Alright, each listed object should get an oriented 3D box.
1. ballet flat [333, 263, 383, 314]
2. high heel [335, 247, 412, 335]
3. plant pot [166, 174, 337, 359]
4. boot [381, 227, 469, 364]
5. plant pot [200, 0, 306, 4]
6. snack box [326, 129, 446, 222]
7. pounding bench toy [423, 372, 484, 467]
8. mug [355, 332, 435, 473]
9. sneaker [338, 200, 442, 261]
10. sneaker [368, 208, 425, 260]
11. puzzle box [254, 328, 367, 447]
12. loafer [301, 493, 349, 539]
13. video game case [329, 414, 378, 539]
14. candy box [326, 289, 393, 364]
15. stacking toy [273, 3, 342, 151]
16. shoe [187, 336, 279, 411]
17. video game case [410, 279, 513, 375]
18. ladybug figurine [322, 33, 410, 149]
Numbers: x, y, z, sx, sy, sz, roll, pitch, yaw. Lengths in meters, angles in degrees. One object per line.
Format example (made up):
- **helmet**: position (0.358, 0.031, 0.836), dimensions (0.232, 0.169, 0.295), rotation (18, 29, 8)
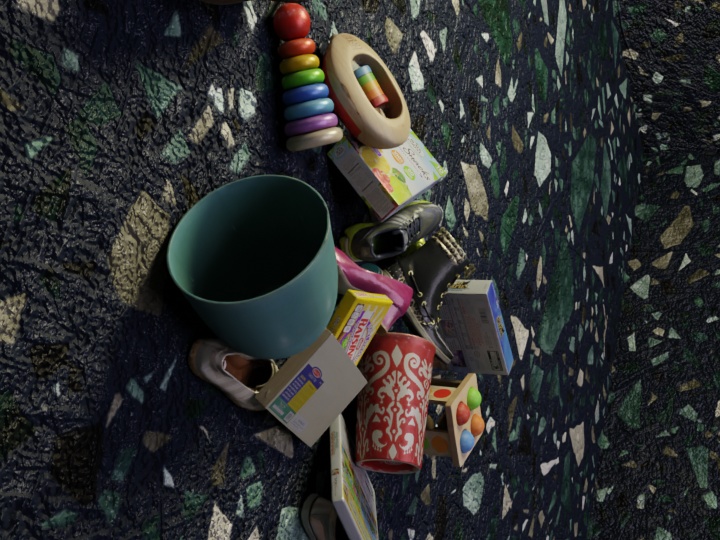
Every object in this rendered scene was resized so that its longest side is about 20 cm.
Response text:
- **ballet flat**: position (-0.011, 0.077, 1.316), dimensions (0.201, 0.071, 0.073), rotation (-59, 139, -41)
- **high heel**: position (0.000, 0.000, 1.270), dimensions (0.200, 0.067, 0.096), rotation (45, 56, -9)
- **plant pot**: position (-0.116, 0.013, 1.005), dimensions (0.162, 0.197, 0.202), rotation (73, 32, -47)
- **boot**: position (0.139, 0.044, 1.417), dimensions (0.153, 0.073, 0.205), rotation (-39, 102, -7)
- **plant pot**: position (-0.120, -0.417, 1.000), dimensions (0.198, 0.197, 0.204), rotation (-24, 111, -67)
- **snack box**: position (0.048, -0.177, 1.361), dimensions (0.143, 0.053, 0.200), rotation (52, 35, 1)
- **pounding bench toy**: position (0.159, 0.254, 1.532), dimensions (0.200, 0.154, 0.126), rotation (-38, 123, -55)
- **mug**: position (0.061, 0.228, 1.354), dimensions (0.178, 0.131, 0.203), rotation (49, 41, -56)
- **sneaker**: position (0.064, -0.059, 1.355), dimensions (0.198, 0.080, 0.075), rotation (-27, 114, -27)
- **sneaker**: position (0.066, -0.086, 1.466), dimensions (0.105, 0.075, 0.202), rotation (-94, 161, -67)
- **puzzle box**: position (-0.064, 0.167, 1.159), dimensions (0.133, 0.025, 0.201), rotation (-47, 151, -10)
- **loafer**: position (-0.031, 0.426, 1.286), dimensions (0.072, 0.062, 0.202), rotation (-62, 141, -38)
- **video game case**: position (-0.009, 0.356, 1.288), dimensions (0.183, 0.022, 0.202), rotation (-95, 168, -56)
- **candy box**: position (-0.032, 0.122, 1.212), dimensions (0.102, 0.026, 0.202), rotation (7, 116, -58)
- **stacking toy**: position (-0.086, -0.277, 1.171), dimensions (0.085, 0.084, 0.204), rotation (-28, 108, -57)
- **shoe**: position (-0.148, 0.142, 1.079), dimensions (0.200, 0.053, 0.071), rotation (39, 57, -55)
- **video game case**: position (0.180, 0.106, 1.542), dimensions (0.046, 0.178, 0.202), rotation (-58, 138, -44)
- **ladybug figurine**: position (0.001, -0.274, 1.278), dimensions (0.135, 0.072, 0.202), rotation (-24, 86, -48)
